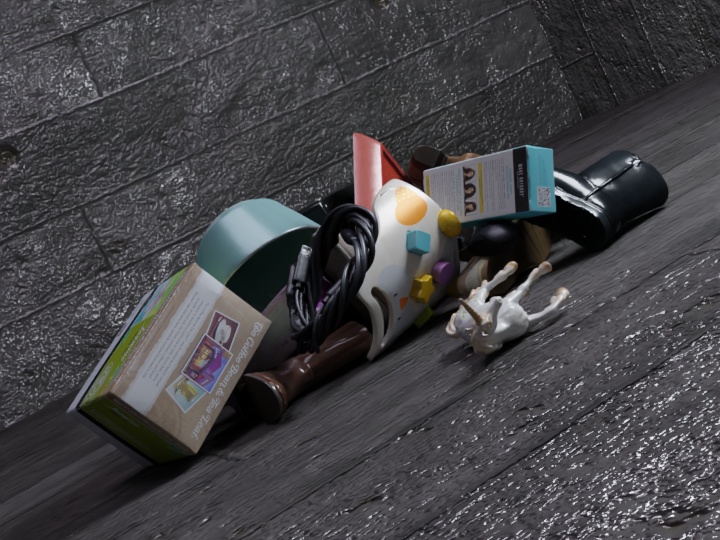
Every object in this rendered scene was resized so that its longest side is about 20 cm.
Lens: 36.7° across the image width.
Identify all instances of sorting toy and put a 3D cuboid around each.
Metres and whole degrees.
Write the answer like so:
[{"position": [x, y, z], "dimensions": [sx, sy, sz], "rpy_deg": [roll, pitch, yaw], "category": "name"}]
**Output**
[{"position": [0.050, 0.020, 1.404], "dimensions": [0.106, 0.202, 0.180], "rpy_deg": [15, 43, 30], "category": "sorting toy"}]

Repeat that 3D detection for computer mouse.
[{"position": [0.150, -0.046, 1.443], "dimensions": [0.058, 0.034, 0.200], "rpy_deg": [-40, 15, -20], "category": "computer mouse"}]

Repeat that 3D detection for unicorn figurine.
[{"position": [0.145, 0.044, 1.134], "dimensions": [0.137, 0.074, 0.200], "rpy_deg": [-38, -5, -20], "category": "unicorn figurine"}]

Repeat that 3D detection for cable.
[{"position": [-0.034, 0.013, 1.335], "dimensions": [0.163, 0.051, 0.201], "rpy_deg": [-37, 33, 37], "category": "cable"}]

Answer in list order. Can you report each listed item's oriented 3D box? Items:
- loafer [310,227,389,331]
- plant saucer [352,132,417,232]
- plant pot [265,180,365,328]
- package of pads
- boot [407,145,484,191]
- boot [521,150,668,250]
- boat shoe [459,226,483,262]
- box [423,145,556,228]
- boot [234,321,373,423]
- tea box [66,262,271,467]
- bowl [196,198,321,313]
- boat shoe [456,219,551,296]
[{"position": [0.000, 0.000, 1.505], "dimensions": [0.071, 0.201, 0.063], "rpy_deg": [9, 54, 44], "category": "loafer"}, {"position": [0.055, -0.076, 1.567], "dimensions": [0.036, 0.200, 0.202], "rpy_deg": [-21, 47, 23], "category": "plant saucer"}, {"position": [-0.037, -0.019, 1.650], "dimensions": [0.177, 0.201, 0.199], "rpy_deg": [-41, -5, 37], "category": "plant pot"}, {"position": [-0.117, 0.095, 1.500], "dimensions": [0.200, 0.076, 0.121], "rpy_deg": [-49, -1, 19], "category": "package of pads"}, {"position": [0.155, -0.119, 1.578], "dimensions": [0.071, 0.199, 0.146], "rpy_deg": [-55, -20, -5], "category": "boot"}, {"position": [0.293, -0.115, 1.453], "dimensions": [0.168, 0.199, 0.077], "rpy_deg": [-31, -38, -39], "category": "boot"}, {"position": [0.143, -0.050, 1.592], "dimensions": [0.060, 0.073, 0.201], "rpy_deg": [16, -7, -7], "category": "boat shoe"}, {"position": [0.164, -0.104, 1.413], "dimensions": [0.049, 0.083, 0.199], "rpy_deg": [1, -5, -37], "category": "box"}, {"position": [-0.053, 0.118, 1.377], "dimensions": [0.199, 0.065, 0.186], "rpy_deg": [-25, 5, -19], "category": "boot"}, {"position": [-0.245, 0.125, 1.386], "dimensions": [0.196, 0.133, 0.201], "rpy_deg": [-25, 31, 55], "category": "tea box"}, {"position": [-0.148, -0.022, 1.510], "dimensions": [0.200, 0.105, 0.202], "rpy_deg": [-32, -26, -18], "category": "bowl"}, {"position": [0.195, -0.021, 1.469], "dimensions": [0.065, 0.073, 0.200], "rpy_deg": [-16, 16, 41], "category": "boat shoe"}]
